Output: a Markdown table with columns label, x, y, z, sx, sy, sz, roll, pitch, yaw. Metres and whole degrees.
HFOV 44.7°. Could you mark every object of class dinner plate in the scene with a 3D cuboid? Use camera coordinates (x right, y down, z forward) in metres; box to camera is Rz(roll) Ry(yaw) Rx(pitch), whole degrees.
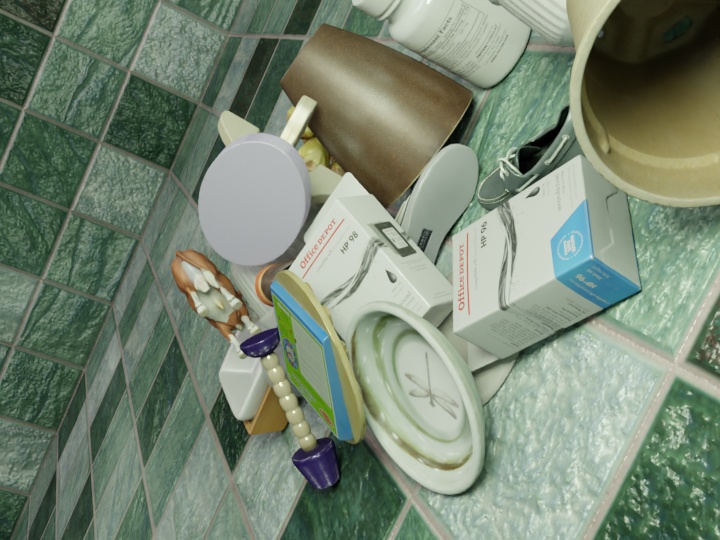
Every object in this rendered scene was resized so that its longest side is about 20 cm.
| label | x | y | z | sx | sy | sz | roll | pitch | yaw |
| --- | --- | --- | --- | --- | --- | --- | --- | --- | --- |
| dinner plate | 0.109 | 0.058 | 0.921 | 0.200 | 0.024 | 0.201 | -48 | 29 | 38 |

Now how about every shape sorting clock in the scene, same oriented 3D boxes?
| label | x | y | z | sx | sy | sz | roll | pitch | yaw |
| --- | --- | --- | --- | --- | --- | --- | --- | --- | --- |
| shape sorting clock | -0.044 | 0.092 | 0.940 | 0.200 | 0.039 | 0.201 | 50 | 151 | 41 |

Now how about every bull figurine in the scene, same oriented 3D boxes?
| label | x | y | z | sx | sy | sz | roll | pitch | yaw |
| --- | --- | --- | --- | --- | --- | --- | --- | --- | --- |
| bull figurine | -0.192 | 0.047 | 1.210 | 0.065 | 0.200 | 0.121 | -42 | 51 | -3 |

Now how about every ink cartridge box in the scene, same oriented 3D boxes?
| label | x | y | z | sx | sy | sz | roll | pitch | yaw |
| --- | --- | --- | --- | --- | --- | --- | --- | --- | --- |
| ink cartridge box | 0.000 | 0.000 | 0.957 | 0.200 | 0.067 | 0.116 | 49 | 124 | 20 |
| ink cartridge box | 0.147 | 0.000 | 0.798 | 0.200 | 0.068 | 0.116 | -35 | 39 | 40 |

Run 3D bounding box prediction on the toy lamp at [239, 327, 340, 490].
| label | x | y | z | sx | sy | sz | roll | pitch | yaw |
| --- | --- | --- | --- | --- | --- | --- | --- | --- | --- |
| toy lamp | -0.079 | 0.169 | 1.050 | 0.058 | 0.201 | 0.058 | -22 | 11 | 5 |

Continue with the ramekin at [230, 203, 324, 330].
| label | x | y | z | sx | sy | sz | roll | pitch | yaw |
| --- | --- | --- | --- | --- | --- | --- | --- | --- | --- |
| ramekin | -0.087 | -0.020 | 1.208 | 0.200 | 0.105 | 0.200 | -42 | 4 | 4 |

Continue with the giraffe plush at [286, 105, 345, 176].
| label | x | y | z | sx | sy | sz | roll | pitch | yaw |
| --- | --- | --- | --- | --- | --- | --- | --- | --- | --- |
| giraffe plush | -0.024 | -0.208 | 1.318 | 0.162 | 0.172 | 0.201 | 125 | 154 | -83 |

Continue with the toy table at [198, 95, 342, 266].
| label | x | y | z | sx | sy | sz | roll | pitch | yaw |
| --- | --- | --- | --- | --- | --- | --- | --- | --- | --- |
| toy table | -0.111 | -0.110 | 1.055 | 0.200 | 0.184 | 0.117 | -41 | 15 | 44 |

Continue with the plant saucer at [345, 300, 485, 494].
| label | x | y | z | sx | sy | sz | roll | pitch | yaw |
| --- | --- | --- | --- | --- | --- | --- | --- | --- | --- |
| plant saucer | 0.062 | 0.117 | 0.853 | 0.200 | 0.050 | 0.201 | 37 | 139 | 40 |

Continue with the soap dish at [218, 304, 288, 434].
| label | x | y | z | sx | sy | sz | roll | pitch | yaw |
| --- | --- | --- | --- | --- | --- | --- | --- | --- | --- |
| soap dish | -0.140 | 0.142 | 1.318 | 0.158 | 0.081 | 0.200 | -65 | 23 | 6 |

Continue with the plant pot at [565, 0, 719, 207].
| label | x | y | z | sx | sy | sz | roll | pitch | yaw |
| --- | --- | --- | --- | --- | --- | --- | --- | --- | --- |
| plant pot | 0.235 | -0.179 | 0.646 | 0.201 | 0.200 | 0.184 | -54 | 22 | 29 |

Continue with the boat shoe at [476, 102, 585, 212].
| label | x | y | z | sx | sy | sz | roll | pitch | yaw |
| --- | --- | --- | --- | --- | --- | --- | --- | --- | --- |
| boat shoe | 0.172 | -0.114 | 0.884 | 0.200 | 0.062 | 0.073 | -27 | 45 | 57 |

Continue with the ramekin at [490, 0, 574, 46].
| label | x | y | z | sx | sy | sz | roll | pitch | yaw |
| --- | --- | --- | --- | --- | --- | --- | --- | --- | --- |
| ramekin | 0.213 | -0.300 | 0.798 | 0.200 | 0.105 | 0.200 | -44 | -7 | -7 |

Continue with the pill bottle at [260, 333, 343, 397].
| label | x | y | z | sx | sy | sz | roll | pitch | yaw |
| --- | --- | --- | --- | --- | --- | --- | --- | --- | --- |
| pill bottle | -0.045 | 0.100 | 1.103 | 0.200 | 0.113 | 0.114 | -27 | 46 | 57 |

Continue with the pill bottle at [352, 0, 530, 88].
| label | x | y | z | sx | sy | sz | roll | pitch | yaw |
| --- | --- | --- | --- | --- | --- | --- | --- | --- | --- |
| pill bottle | 0.096 | -0.312 | 1.055 | 0.114 | 0.199 | 0.115 | -48 | 29 | 38 |

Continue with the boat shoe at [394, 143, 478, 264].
| label | x | y | z | sx | sy | sz | roll | pitch | yaw |
| --- | --- | --- | --- | --- | --- | --- | --- | --- | --- |
| boat shoe | 0.075 | -0.061 | 1.050 | 0.201 | 0.072 | 0.066 | -70 | 25 | 14 |

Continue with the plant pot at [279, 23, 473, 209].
| label | x | y | z | sx | sy | sz | roll | pitch | yaw |
| --- | --- | --- | --- | --- | --- | --- | --- | --- | --- |
| plant pot | 0.005 | -0.210 | 1.099 | 0.187 | 0.200 | 0.187 | -52 | 8 | 10 |

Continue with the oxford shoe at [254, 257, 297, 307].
| label | x | y | z | sx | sy | sz | roll | pitch | yaw |
| --- | --- | --- | --- | --- | --- | --- | --- | --- | --- |
| oxford shoe | -0.027 | 0.001 | 1.077 | 0.073 | 0.199 | 0.071 | -20 | 88 | 69 |
